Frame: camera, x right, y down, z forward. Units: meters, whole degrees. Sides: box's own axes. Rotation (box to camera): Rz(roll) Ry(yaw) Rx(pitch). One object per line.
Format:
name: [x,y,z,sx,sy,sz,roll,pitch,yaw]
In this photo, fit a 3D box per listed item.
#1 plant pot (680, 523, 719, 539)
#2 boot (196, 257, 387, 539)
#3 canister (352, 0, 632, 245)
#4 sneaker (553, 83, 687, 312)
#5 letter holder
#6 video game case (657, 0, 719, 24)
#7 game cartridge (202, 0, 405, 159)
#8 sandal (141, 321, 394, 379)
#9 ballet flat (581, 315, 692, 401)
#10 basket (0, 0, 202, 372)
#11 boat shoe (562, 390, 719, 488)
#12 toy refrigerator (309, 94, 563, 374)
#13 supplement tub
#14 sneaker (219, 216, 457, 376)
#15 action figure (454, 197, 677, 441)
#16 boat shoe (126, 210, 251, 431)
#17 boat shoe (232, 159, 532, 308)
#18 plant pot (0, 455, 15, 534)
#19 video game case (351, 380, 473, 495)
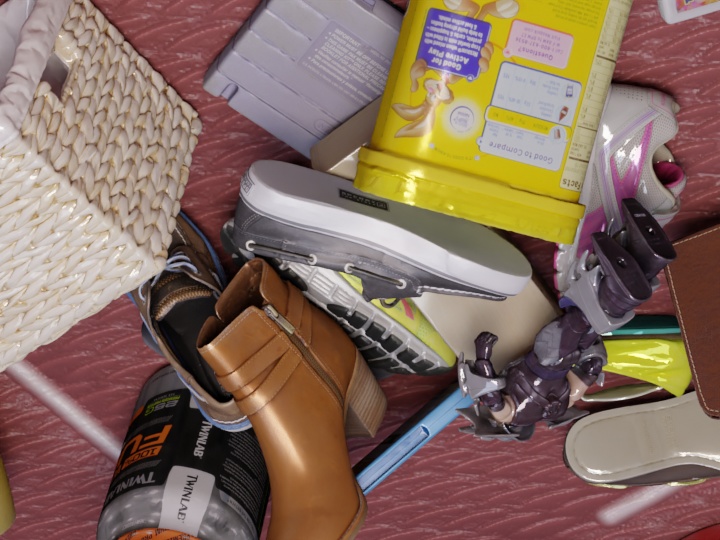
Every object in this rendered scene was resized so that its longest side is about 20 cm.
plant pot: [0.324,0.331,1.553,0.199,0.183,0.201,3,129,4]
boot: [-0.059,0.103,1.319,0.073,0.201,0.155,-19,126,30]
canister: [0.091,-0.131,1.232,0.148,0.087,0.201,14,95,-15]
sneaker: [0.181,-0.043,1.349,0.088,0.082,0.201,4,128,7]
letter holder: [0.327,0.026,1.324,0.199,0.143,0.100,-23,151,23]
video game case: [0.256,-0.264,1.178,0.181,0.024,0.201,-16,125,0]
game cartridge: [0.007,-0.122,1.346,0.200,0.038,0.130,33,121,-16]
sandal: [-0.064,0.038,1.456,0.199,0.076,0.043,4,130,-8]
ballet flat: [0.153,0.062,1.438,0.199,0.067,0.067,6,106,1]
basket: [-0.239,-0.060,1.325,0.200,0.199,0.161,-30,120,27]
boat shoe: [0.253,0.130,1.483,0.199,0.072,0.060,-8,167,-1]
toy refrigerator: [0.054,-0.023,1.339,0.076,0.070,0.200,-36,111,10]
supplement tub: [-0.131,0.173,1.483,0.122,0.200,0.123,4,127,5]
sneaker: [0.000,0.000,1.403,0.200,0.090,0.078,39,155,-15]
action figure: [0.132,0.048,1.279,0.069,0.130,0.200,49,130,19]
boat shoe: [-0.126,0.019,1.390,0.072,0.072,0.200,-33,77,-3]
boat shoe: [0.010,-0.010,1.266,0.199,0.070,0.066,16,117,-11]
plant pot: [-0.375,0.133,1.513,0.199,0.200,0.143,0,101,8]
video game case: [0.006,0.150,1.435,0.200,0.143,0.018,-40,89,-7]
